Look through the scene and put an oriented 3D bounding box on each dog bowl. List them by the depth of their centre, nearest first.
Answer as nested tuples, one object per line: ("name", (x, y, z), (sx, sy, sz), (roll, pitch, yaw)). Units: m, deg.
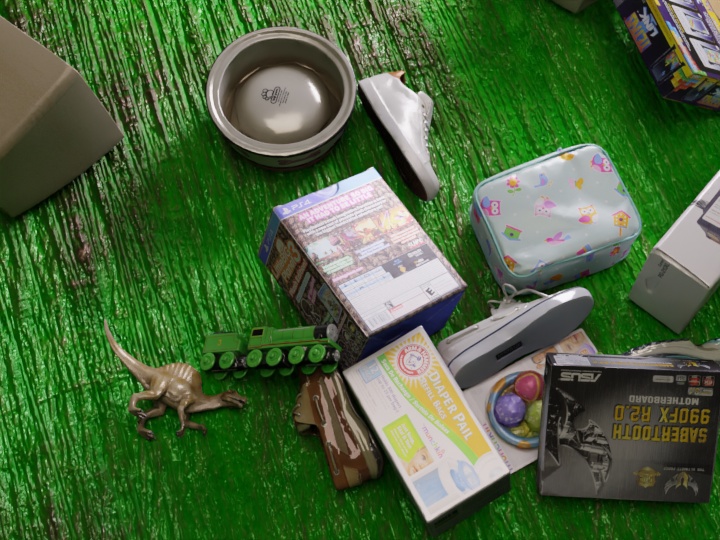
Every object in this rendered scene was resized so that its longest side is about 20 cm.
("dog bowl", (-0.103, -0.220, 1.575), (0.197, 0.074, 0.202), (0, 65, 0))

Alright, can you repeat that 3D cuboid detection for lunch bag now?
("lunch bag", (0.245, -0.068, 1.507), (0.198, 0.077, 0.162), (-19, 65, -10))

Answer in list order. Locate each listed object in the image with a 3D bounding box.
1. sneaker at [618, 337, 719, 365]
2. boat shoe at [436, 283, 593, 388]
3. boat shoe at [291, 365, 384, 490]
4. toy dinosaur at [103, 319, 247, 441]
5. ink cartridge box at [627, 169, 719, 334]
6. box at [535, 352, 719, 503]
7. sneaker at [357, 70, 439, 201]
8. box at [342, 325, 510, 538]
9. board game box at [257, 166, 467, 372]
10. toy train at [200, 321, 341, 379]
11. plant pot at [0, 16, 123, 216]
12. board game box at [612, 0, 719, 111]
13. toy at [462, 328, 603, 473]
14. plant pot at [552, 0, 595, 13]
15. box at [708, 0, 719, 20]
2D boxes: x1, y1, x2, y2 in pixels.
("sneaker", (0.382, 0.128, 1.404), (0.198, 0.078, 0.087), (-3, 74, -16))
("boat shoe", (0.182, 0.061, 1.453), (0.201, 0.075, 0.086), (-30, 52, -3))
("boat shoe", (-0.045, 0.164, 1.395), (0.073, 0.076, 0.201), (-26, 67, -9))
("toy dinosaur", (-0.238, 0.145, 1.421), (0.198, 0.058, 0.102), (25, 51, 2))
("ink cartridge box", (0.429, -0.038, 1.457), (0.084, 0.145, 0.200), (39, 70, 16))
("box", (0.304, 0.179, 1.359), (0.197, 0.048, 0.160), (3, 103, 0))
("sneaker", (0.071, -0.186, 1.561), (0.084, 0.073, 0.201), (-22, 66, -8))
("box", (0.076, 0.184, 1.364), (0.112, 0.102, 0.201), (-30, 68, -5))
("board game box", (0.000, 0.000, 1.436), (0.158, 0.097, 0.201), (-24, 66, -31))
("toy train", (-0.106, 0.093, 1.400), (0.198, 0.042, 0.057), (-7, 59, 31))
("plant pot", (-0.449, -0.189, 1.492), (0.199, 0.200, 0.178), (34, 80, 15))
("board game box", (0.427, -0.314, 1.591), (0.164, 0.057, 0.202), (5, 56, -43))
("toy", (0.213, 0.152, 1.417), (0.198, 0.047, 0.116), (-25, 66, -13))
("plant pot", (0.312, -0.484, 1.649), (0.199, 0.200, 0.178), (-34, 80, -16))
("box", (0.586, -0.393, 1.695), (0.198, 0.021, 0.164), (-25, 68, -12))
